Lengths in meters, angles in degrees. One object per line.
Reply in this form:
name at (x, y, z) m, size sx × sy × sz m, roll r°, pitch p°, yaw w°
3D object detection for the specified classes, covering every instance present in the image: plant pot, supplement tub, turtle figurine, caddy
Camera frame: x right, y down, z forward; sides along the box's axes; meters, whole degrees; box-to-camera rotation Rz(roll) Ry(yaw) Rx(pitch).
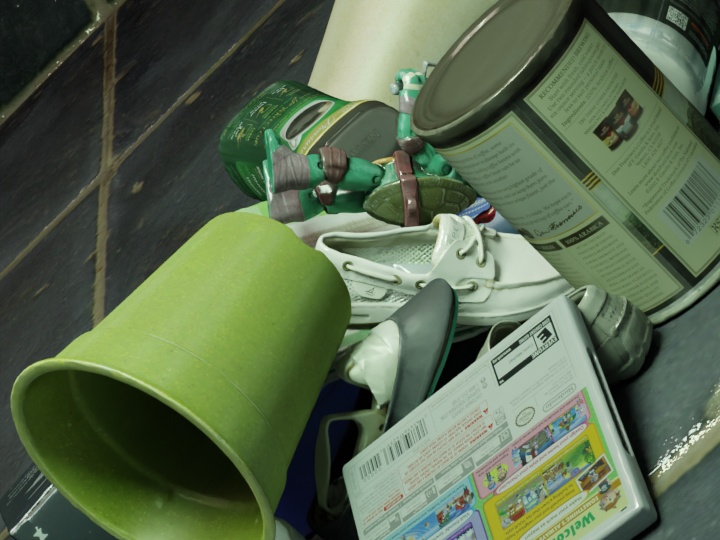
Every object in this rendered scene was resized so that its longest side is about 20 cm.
plant pot at (-0.101, 0.066, 1.516) m, size 0.200 × 0.200 × 0.190 m, roll -23°, pitch 27°, yaw 50°
supplement tub at (0.212, -0.181, 1.693) m, size 0.122 × 0.122 × 0.201 m, roll -31°, pitch 24°, yaw 38°
turtle figurine at (0.030, -0.076, 1.644) m, size 0.150 × 0.199 × 0.101 m, roll 92°, pitch 168°, yaw -51°
plant pot at (0.043, -0.192, 2.014) m, size 0.200 × 0.200 × 0.184 m, roll -7°, pitch 55°, yaw 62°
caddy at (-0.048, 0.106, 1.703) m, size 0.200 × 0.105 × 0.141 m, roll -49°, pitch 20°, yaw -6°

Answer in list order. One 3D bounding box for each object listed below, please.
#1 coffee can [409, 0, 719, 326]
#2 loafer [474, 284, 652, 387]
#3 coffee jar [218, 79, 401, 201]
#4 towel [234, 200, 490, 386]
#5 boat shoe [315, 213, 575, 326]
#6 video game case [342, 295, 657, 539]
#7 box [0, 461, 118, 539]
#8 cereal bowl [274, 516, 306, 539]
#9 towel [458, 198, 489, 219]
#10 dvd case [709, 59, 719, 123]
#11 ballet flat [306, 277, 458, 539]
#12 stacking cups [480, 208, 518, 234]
coffee can at (0.152, -0.078, 1.498) m, size 0.146 × 0.200 × 0.147 m, roll -40°, pitch 20°, yaw 18°
loafer at (0.106, 0.063, 1.513) m, size 0.200 × 0.070 × 0.070 m, roll -32°, pitch 26°, yaw 38°
coffee jar at (-0.031, -0.096, 1.862) m, size 0.104 × 0.085 × 0.200 m, roll -43°, pitch 27°, yaw -14°
towel at (0.000, 0.000, 1.685) m, size 0.148 × 0.031 × 0.200 m, roll -15°, pitch 39°, yaw -11°
boat shoe at (0.065, -0.006, 1.602) m, size 0.199 × 0.070 × 0.071 m, roll -5°, pitch 37°, yaw 1°
video game case at (0.081, 0.138, 1.409) m, size 0.200 × 0.022 × 0.183 m, roll -39°, pitch 40°, yaw 21°
box at (-0.210, 0.183, 1.857) m, size 0.148 × 0.104 × 0.200 m, roll -48°, pitch 10°, yaw -6°
cereal bowl at (-0.088, 0.267, 1.509) m, size 0.200 × 0.083 × 0.200 m, roll -41°, pitch 19°, yaw 18°
towel at (0.110, -0.090, 1.882) m, size 0.144 × 0.024 × 0.201 m, roll -23°, pitch 31°, yaw 49°
dvd case at (0.327, -0.205, 1.648) m, size 0.146 × 0.022 × 0.200 m, roll -32°, pitch 24°, yaw 38°
ballet flat at (0.010, 0.096, 1.550) m, size 0.073 × 0.073 × 0.201 m, roll 23°, pitch 96°, yaw 70°
stacking cups at (0.109, -0.021, 1.710) m, size 0.200 × 0.061 × 0.061 m, roll -39°, pitch 20°, yaw 11°
